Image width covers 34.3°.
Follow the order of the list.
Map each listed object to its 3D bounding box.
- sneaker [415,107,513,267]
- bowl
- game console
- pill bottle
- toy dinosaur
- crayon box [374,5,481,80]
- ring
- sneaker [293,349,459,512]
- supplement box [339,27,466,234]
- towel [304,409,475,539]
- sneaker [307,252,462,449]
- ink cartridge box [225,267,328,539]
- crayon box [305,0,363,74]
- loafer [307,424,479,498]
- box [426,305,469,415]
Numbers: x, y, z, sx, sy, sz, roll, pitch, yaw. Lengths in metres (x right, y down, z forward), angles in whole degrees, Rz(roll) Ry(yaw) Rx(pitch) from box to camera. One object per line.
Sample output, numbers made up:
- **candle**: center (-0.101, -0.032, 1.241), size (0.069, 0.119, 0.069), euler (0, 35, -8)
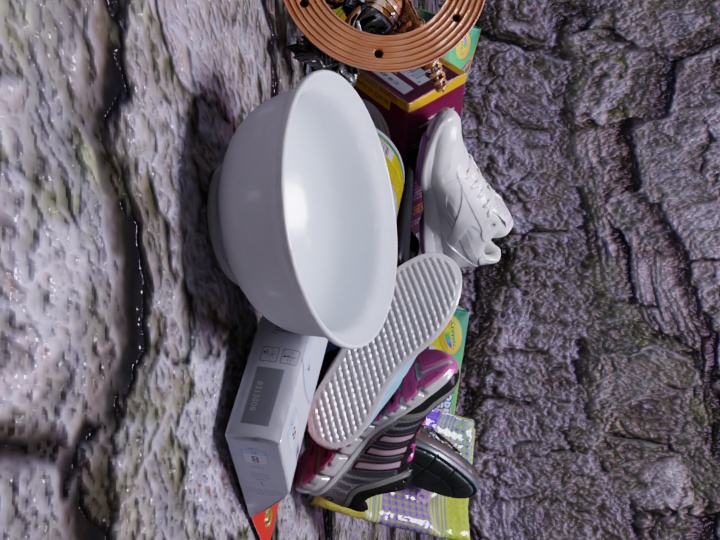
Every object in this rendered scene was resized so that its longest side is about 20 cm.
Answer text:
- **sneaker**: center (0.108, -0.084, 1.204), size (0.075, 0.099, 0.200), euler (-75, 164, -44)
- **bowl**: center (-0.050, -0.040, 0.849), size (0.201, 0.090, 0.201), euler (-6, 90, -68)
- **game console**: center (0.000, 0.000, 1.175), size (0.116, 0.176, 0.200), euler (54, 26, -28)
- **pill bottle**: center (-0.023, -0.051, 1.035), size (0.200, 0.113, 0.113), euler (-76, 164, -63)
- **toy dinosaur**: center (0.002, -0.247, 1.129), size (0.200, 0.136, 0.102), euler (49, 18, 14)
- **crayon box**: center (0.057, -0.253, 1.392), size (0.200, 0.058, 0.119), euler (39, -63, 58)
- **ring**: center (0.021, -0.281, 1.092), size (0.019, 0.200, 0.201), euler (129, -38, -81)
- **sneaker**: center (0.030, 0.157, 1.107), size (0.087, 0.200, 0.074), euler (38, 17, -24)
- **supplement box**: center (0.039, -0.144, 1.272), size (0.086, 0.110, 0.200), euler (-31, 145, -29)
- **towel**: center (0.035, 0.198, 1.227), size (0.023, 0.200, 0.144), euler (-37, -143, 53)
- **sneaker**: center (0.017, 0.069, 1.053), size (0.200, 0.074, 0.082), euler (-51, 179, -5)
- **ink cartridge box**: center (-0.055, 0.119, 0.951), size (0.200, 0.047, 0.160), euler (82, 17, -51)
- **crayon box**: center (-0.019, -0.253, 1.312), size (0.126, 0.051, 0.200), euler (78, 14, -54)
- **loafer**: center (0.040, 0.165, 1.191), size (0.072, 0.200, 0.063), euler (-44, -157, 48)
- **box**: center (0.081, 0.137, 1.356), size (0.117, 0.048, 0.200), euler (-137, -123, -82)
